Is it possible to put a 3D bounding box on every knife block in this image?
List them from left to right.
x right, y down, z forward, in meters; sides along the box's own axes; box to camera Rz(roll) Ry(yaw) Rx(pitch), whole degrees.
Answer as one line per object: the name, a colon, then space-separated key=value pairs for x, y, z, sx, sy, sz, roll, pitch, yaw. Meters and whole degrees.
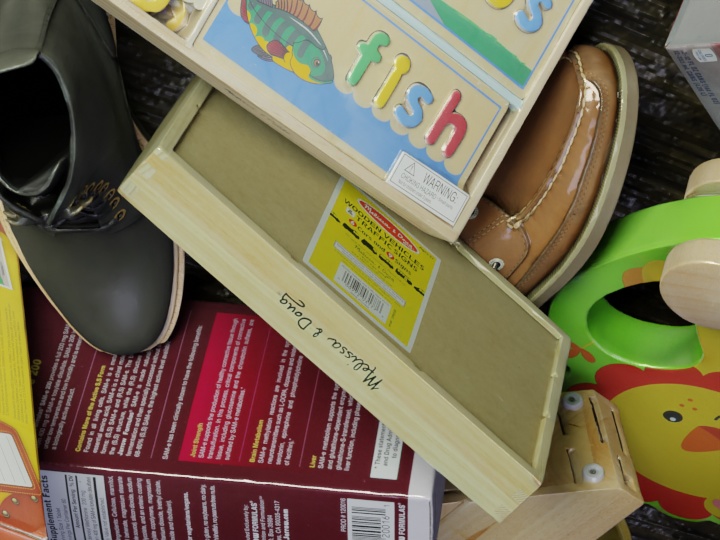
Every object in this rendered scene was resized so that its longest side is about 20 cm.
knife block: x=0.027 y=0.146 z=1.052 sx=0.199 sy=0.064 sz=0.176 roll=-6 pitch=133 yaw=-4

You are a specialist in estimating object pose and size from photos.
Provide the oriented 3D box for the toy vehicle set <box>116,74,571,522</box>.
toy vehicle set: x=0.000 y=0.000 z=0.893 sx=0.200 sy=0.124 sz=0.027 roll=42 pitch=116 yaw=-9

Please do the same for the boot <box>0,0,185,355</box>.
boot: x=-0.118 y=-0.026 z=0.863 sx=0.077 sy=0.138 sz=0.200 roll=-14 pitch=120 yaw=4

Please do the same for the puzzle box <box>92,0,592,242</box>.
puzzle box: x=-0.002 y=-0.115 z=0.868 sx=0.200 sy=0.025 sz=0.133 roll=33 pitch=83 yaw=-33

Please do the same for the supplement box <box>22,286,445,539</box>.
supplement box: x=-0.061 y=0.071 z=0.963 sx=0.199 sy=0.109 sz=0.061 roll=5 pitch=133 yaw=6

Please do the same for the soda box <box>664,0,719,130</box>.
soda box: x=0.213 y=-0.059 z=0.966 sx=0.070 sy=0.064 sz=0.200 roll=0 pitch=145 yaw=39

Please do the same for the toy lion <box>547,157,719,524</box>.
toy lion: x=0.161 y=0.051 z=1.035 sx=0.200 sy=0.069 sz=0.191 roll=40 pitch=140 yaw=-27

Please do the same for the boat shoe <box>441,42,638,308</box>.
boat shoe: x=0.054 y=-0.018 z=0.974 sx=0.068 sy=0.072 sz=0.200 roll=11 pitch=126 yaw=-23

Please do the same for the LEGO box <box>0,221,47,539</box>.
LEGO box: x=-0.206 y=0.072 z=0.905 sx=0.077 sy=0.200 sz=0.149 roll=26 pitch=119 yaw=-31

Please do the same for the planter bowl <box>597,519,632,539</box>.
planter bowl: x=0.056 y=0.197 z=1.150 sx=0.200 sy=0.084 sz=0.201 roll=-6 pitch=130 yaw=-7
